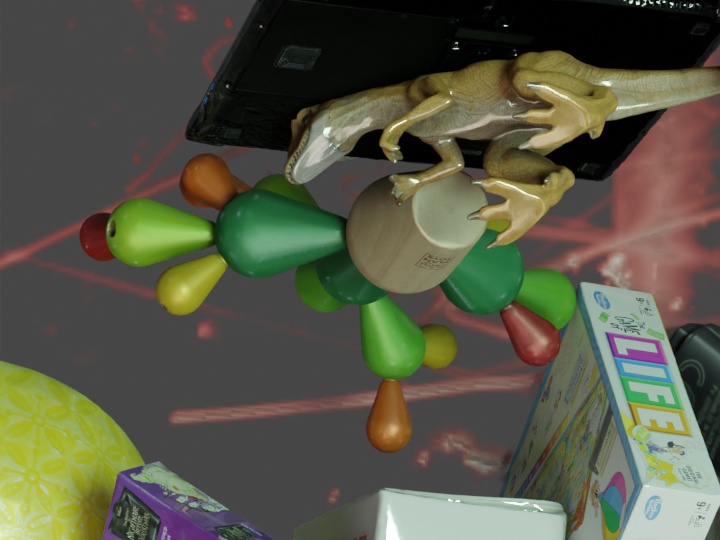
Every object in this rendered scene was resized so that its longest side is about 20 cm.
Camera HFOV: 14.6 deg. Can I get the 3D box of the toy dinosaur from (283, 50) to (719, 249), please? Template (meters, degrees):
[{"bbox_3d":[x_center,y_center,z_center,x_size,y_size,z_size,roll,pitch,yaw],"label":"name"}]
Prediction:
[{"bbox_3d":[0.070,-0.060,0.991,0.199,0.106,0.061,-4,117,2],"label":"toy dinosaur"}]

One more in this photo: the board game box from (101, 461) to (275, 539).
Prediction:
[{"bbox_3d":[-0.071,0.192,1.130,0.120,0.032,0.201,31,116,38],"label":"board game box"}]

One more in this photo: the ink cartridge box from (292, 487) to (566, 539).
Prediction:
[{"bbox_3d":[0.017,0.196,1.142,0.083,0.201,0.145,9,166,-14],"label":"ink cartridge box"}]

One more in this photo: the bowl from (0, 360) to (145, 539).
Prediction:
[{"bbox_3d":[-0.174,0.148,1.186,0.199,0.108,0.201,-6,120,-10],"label":"bowl"}]

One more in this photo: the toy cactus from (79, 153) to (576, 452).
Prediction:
[{"bbox_3d":[0.000,0.000,1.090,0.199,0.103,0.165,20,163,-15],"label":"toy cactus"}]

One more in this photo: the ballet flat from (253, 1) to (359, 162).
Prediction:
[{"bbox_3d":[0.000,-0.118,1.062,0.071,0.072,0.201,14,122,-2],"label":"ballet flat"}]

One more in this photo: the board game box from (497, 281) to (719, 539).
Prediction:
[{"bbox_3d":[0.087,0.125,1.156,0.034,0.135,0.201,9,123,-14],"label":"board game box"}]

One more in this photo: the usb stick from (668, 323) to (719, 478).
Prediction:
[{"bbox_3d":[0.194,0.094,1.118,0.200,0.033,0.056,40,126,30],"label":"usb stick"}]

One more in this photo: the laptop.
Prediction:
[{"bbox_3d":[0.044,-0.129,1.019,0.177,0.104,0.200,5,151,-19],"label":"laptop"}]

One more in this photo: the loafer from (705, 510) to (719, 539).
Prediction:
[{"bbox_3d":[0.155,0.148,1.127,0.071,0.200,0.073,19,100,1],"label":"loafer"}]
